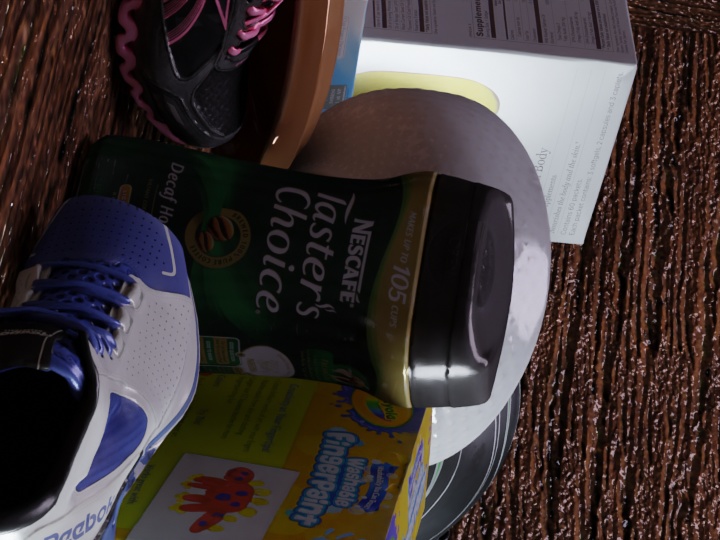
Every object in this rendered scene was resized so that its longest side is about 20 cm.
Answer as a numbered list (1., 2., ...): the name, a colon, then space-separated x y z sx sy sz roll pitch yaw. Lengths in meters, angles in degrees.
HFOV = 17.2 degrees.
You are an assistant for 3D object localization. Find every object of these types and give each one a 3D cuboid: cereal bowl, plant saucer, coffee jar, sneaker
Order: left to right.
1. sneaker: -0.114 0.039 0.924 0.115 0.080 0.200 92 9 -52
2. sneaker: -0.058 -0.143 1.105 0.079 0.095 0.201 -46 144 -51
3. plant saucer: -0.044 -0.141 1.222 0.200 0.032 0.201 -176 -90 -73
4. coffee jar: -0.031 0.002 1.077 0.085 0.199 0.105 82 16 -66
5. cereal bowl: 0.000 0.000 1.221 0.083 0.200 0.201 11 84 -40

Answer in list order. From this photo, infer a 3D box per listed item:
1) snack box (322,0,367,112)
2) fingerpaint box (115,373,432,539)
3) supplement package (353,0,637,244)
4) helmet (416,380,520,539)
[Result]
1. snack box: -0.028 -0.198 1.327 0.116 0.037 0.200 100 -15 -48
2. fingerpaint box: -0.061 0.113 1.087 0.200 0.166 0.074 -69 164 -68
3. supplement package: 0.050 -0.127 1.465 0.151 0.199 0.152 -93 -169 -45
4. helmet: -0.001 0.065 1.424 0.191 0.200 0.200 -61 177 10
